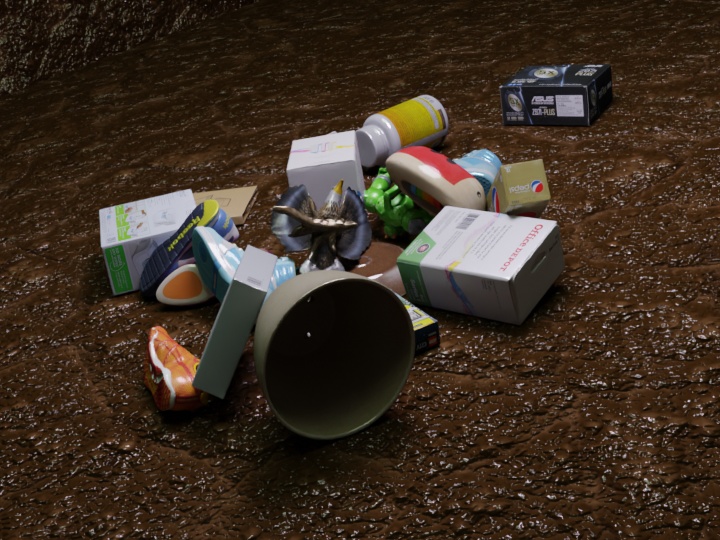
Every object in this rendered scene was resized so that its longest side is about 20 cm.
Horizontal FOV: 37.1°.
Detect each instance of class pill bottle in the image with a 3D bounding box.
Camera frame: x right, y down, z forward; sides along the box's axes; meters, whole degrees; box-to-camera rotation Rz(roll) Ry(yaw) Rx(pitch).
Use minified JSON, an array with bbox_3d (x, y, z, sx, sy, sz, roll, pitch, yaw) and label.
[{"bbox_3d":[0.078,-0.278,2.181,0.198,0.111,0.108,-27,29,-35],"label":"pill bottle"}]

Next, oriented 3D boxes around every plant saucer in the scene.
[{"bbox_3d":[0.000,0.000,1.686,0.196,0.037,0.201,-9,24,4],"label":"plant saucer"}]

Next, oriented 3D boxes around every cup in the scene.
[{"bbox_3d":[-0.052,0.081,1.308,0.197,0.204,0.143,-19,27,-20],"label":"cup"}]

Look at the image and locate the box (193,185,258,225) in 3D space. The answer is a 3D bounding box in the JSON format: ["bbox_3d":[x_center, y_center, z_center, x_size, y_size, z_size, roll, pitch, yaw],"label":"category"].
[{"bbox_3d":[-0.306,-0.117,2.083,0.196,0.022,0.164,-6,24,8],"label":"box"}]

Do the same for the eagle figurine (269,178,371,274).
[{"bbox_3d":[-0.055,-0.072,1.665,0.150,0.153,0.200,-37,7,-1],"label":"eagle figurine"}]

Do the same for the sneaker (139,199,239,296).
[{"bbox_3d":[-0.280,-0.021,1.757,0.199,0.082,0.074,-42,41,12],"label":"sneaker"}]

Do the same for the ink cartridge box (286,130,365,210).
[{"bbox_3d":[-0.059,-0.164,1.959,0.123,0.131,0.201,-8,23,3],"label":"ink cartridge box"}]

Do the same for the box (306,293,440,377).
[{"bbox_3d":[-0.008,0.095,1.471,0.197,0.038,0.136,-20,26,-22],"label":"box"}]

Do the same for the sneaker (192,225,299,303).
[{"bbox_3d":[-0.171,-0.004,1.665,0.129,0.080,0.201,-19,55,-31],"label":"sneaker"}]

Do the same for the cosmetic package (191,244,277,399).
[{"bbox_3d":[-0.164,0.063,1.425,0.051,0.153,0.200,20,12,-5],"label":"cosmetic package"}]

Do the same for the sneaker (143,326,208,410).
[{"bbox_3d":[-0.252,0.137,1.460,0.076,0.074,0.200,3,23,-24],"label":"sneaker"}]

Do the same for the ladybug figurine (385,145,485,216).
[{"bbox_3d":[0.123,-0.137,1.702,0.199,0.136,0.072,35,81,28],"label":"ladybug figurine"}]

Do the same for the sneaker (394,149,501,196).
[{"bbox_3d":[0.165,-0.173,1.940,0.196,0.081,0.131,11,31,20],"label":"sneaker"}]

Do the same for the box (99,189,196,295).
[{"bbox_3d":[-0.360,-0.056,1.873,0.173,0.098,0.200,-14,24,-10],"label":"box"}]

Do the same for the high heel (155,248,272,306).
[{"bbox_3d":[-0.232,0.013,1.743,0.197,0.068,0.096,-26,-7,-3],"label":"high heel"}]

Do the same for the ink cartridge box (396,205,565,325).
[{"bbox_3d":[0.175,-0.011,1.551,0.198,0.085,0.145,11,43,39],"label":"ink cartridge box"}]

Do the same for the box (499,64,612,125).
[{"bbox_3d":[0.420,-0.376,2.298,0.197,0.088,0.163,6,27,31],"label":"box"}]

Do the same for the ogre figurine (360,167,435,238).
[{"bbox_3d":[0.078,-0.116,1.826,0.119,0.099,0.200,-28,63,-38],"label":"ogre figurine"}]

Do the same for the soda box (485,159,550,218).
[{"bbox_3d":[0.234,-0.099,1.643,0.066,0.065,0.200,-9,-16,-5],"label":"soda box"}]
